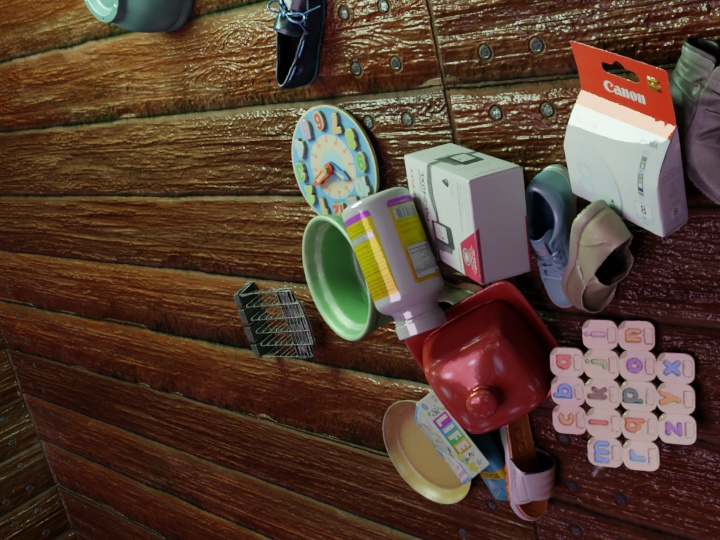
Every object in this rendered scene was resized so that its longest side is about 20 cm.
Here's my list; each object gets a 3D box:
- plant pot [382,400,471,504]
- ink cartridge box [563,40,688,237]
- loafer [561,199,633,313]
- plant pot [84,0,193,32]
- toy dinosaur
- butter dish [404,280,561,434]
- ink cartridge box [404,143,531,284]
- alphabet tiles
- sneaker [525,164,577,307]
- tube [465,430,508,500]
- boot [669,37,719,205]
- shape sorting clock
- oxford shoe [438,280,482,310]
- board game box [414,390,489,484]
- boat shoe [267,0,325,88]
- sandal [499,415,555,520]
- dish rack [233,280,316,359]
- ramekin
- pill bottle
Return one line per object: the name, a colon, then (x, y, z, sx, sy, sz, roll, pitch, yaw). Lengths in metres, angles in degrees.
plant pot: (0.121, 0.312, 1.636, 0.199, 0.027, 0.201, 25, 128, 35)
ink cartridge box: (0.297, -0.153, 1.087, 0.160, 0.047, 0.201, 40, 158, 51)
loafer: (0.301, -0.002, 1.179, 0.068, 0.075, 0.201, 48, 167, 35)
plant pot: (-0.407, -0.508, 1.650, 0.200, 0.134, 0.202, 25, 129, 35)
toy dinosaur: (0.357, 0.207, 1.312, 0.106, 0.061, 0.201, 21, 131, 4)
butter dish: (0.178, 0.152, 1.327, 0.199, 0.148, 0.200, -30, 106, 26)
ink cartridge box: (0.143, -0.083, 1.282, 0.200, 0.083, 0.146, -145, 42, -63)
alphabet tiles: (0.351, 0.166, 1.258, 0.194, 0.015, 0.202, -1, 95, 32)
sneaker: (0.249, -0.035, 1.253, 0.074, 0.082, 0.201, 6, 116, 46)
tube: (0.197, 0.290, 1.530, 0.201, 0.050, 0.077, 60, 156, -6)
boot: (0.406, -0.155, 1.027, 0.200, 0.068, 0.131, 45, 137, 21)
shape sorting clock: (-0.046, -0.169, 1.528, 0.199, 0.039, 0.201, 25, 128, 36)
oxford shoe: (0.108, 0.051, 1.460, 0.199, 0.075, 0.071, 1, 113, 47)
board game box: (0.138, 0.265, 1.461, 0.135, 0.034, 0.200, 52, 172, 14)
boat shoe: (-0.097, -0.373, 1.443, 0.084, 0.068, 0.201, 23, 127, 37)
sandal: (0.260, 0.293, 1.433, 0.059, 0.079, 0.208, 1, 111, 49)
dish rack: (-0.156, 0.097, 1.792, 0.199, 0.054, 0.154, -5, 109, 46)
ramekin: (0.000, 0.000, 1.462, 0.200, 0.097, 0.201, 38, 137, 46)
pill bottle: (0.053, -0.008, 1.320, 0.104, 0.104, 0.201, -25, 84, 51)
